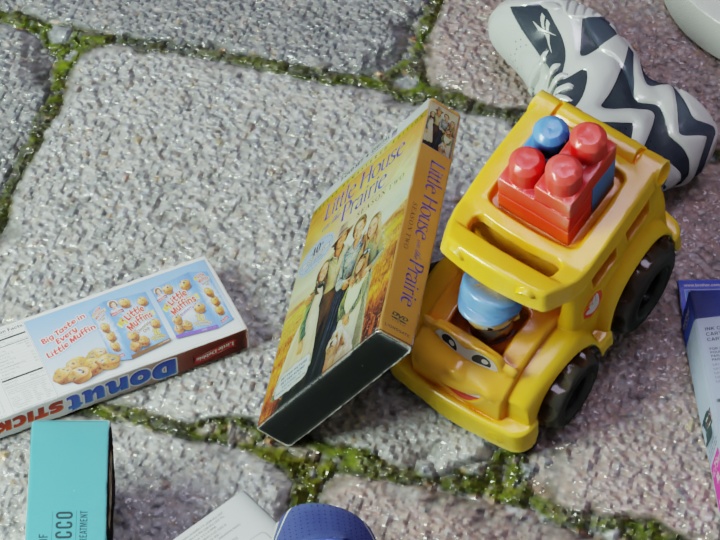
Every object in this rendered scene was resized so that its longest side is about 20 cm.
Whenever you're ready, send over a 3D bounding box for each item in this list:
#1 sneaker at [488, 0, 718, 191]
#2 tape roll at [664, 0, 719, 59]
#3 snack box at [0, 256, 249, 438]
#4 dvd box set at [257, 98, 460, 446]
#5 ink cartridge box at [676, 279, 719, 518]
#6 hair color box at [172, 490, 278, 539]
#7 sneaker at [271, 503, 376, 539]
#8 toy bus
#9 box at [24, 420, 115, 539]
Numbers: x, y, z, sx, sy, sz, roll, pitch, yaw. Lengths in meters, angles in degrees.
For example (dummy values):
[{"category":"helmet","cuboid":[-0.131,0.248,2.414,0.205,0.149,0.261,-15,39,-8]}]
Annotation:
[{"category":"sneaker","cuboid":[0.141,-0.112,1.558,0.199,0.080,0.129,44,52,18]},{"category":"tape roll","cuboid":[0.332,-0.227,1.691,0.202,0.037,0.204,1,50,-2]},{"category":"snack box","cuboid":[-0.178,0.052,1.446,0.199,0.024,0.072,-20,52,-17]},{"category":"dvd box set","cuboid":[0.000,0.000,1.423,0.029,0.146,0.201,30,48,-19]},{"category":"ink cartridge box","cuboid":[0.279,0.073,1.436,0.119,0.042,0.201,-2,48,-4]},{"category":"hair color box","cuboid":[-0.040,0.231,1.277,0.099,0.061,0.200,-34,58,-27]},{"category":"sneaker","cuboid":[-0.010,0.180,1.190,0.080,0.116,0.200,4,34,-4]},{"category":"toy bus","cuboid":[0.110,-0.012,1.388,0.135,0.192,0.200,32,72,17]},{"category":"box","cuboid":[-0.171,0.192,1.292,0.049,0.083,0.201,0,50,-4]}]
